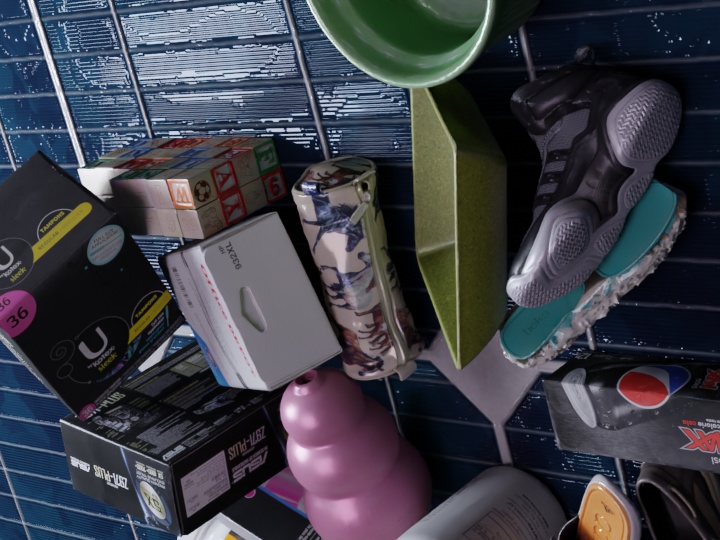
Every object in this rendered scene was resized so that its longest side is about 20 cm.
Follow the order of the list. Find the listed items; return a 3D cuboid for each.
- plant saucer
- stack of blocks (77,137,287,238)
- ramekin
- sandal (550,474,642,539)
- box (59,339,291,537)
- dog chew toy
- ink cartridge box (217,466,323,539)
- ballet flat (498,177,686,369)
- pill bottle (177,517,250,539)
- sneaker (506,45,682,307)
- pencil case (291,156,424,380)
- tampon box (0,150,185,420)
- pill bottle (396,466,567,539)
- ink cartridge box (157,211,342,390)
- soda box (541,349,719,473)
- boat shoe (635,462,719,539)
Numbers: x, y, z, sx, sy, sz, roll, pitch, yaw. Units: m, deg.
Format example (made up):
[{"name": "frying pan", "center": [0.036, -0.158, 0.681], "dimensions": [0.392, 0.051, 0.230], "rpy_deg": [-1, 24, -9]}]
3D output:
[{"name": "plant saucer", "center": [0.082, -0.053, 1.380], "dimensions": [0.200, 0.048, 0.200], "rpy_deg": [-106, 12, -61]}, {"name": "stack of blocks", "center": [-0.184, -0.082, 1.636], "dimensions": [0.200, 0.115, 0.059], "rpy_deg": [4, 116, 44]}, {"name": "ramekin", "center": [0.052, -0.251, 1.313], "dimensions": [0.200, 0.098, 0.200], "rpy_deg": [23, 128, 34]}, {"name": "sandal", "center": [0.195, 0.245, 1.459], "dimensions": [0.079, 0.059, 0.207], "rpy_deg": [47, 159, 32]}, {"name": "box", "center": [-0.170, 0.163, 1.703], "dimensions": [0.164, 0.200, 0.086], "rpy_deg": [16, 124, 38]}, {"name": "dog chew toy", "center": [-0.012, 0.172, 1.589], "dimensions": [0.124, 0.125, 0.200], "rpy_deg": [8, 136, 42]}, {"name": "ink cartridge box", "center": [-0.046, 0.260, 1.718], "dimensions": [0.200, 0.095, 0.037], "rpy_deg": [29, 155, 29]}, {"name": "ballet flat", "center": [0.189, 0.001, 1.347], "dimensions": [0.200, 0.072, 0.072], "rpy_deg": [-45, 78, 24]}, {"name": "pill bottle", "center": [-0.091, 0.315, 1.782], "dimensions": [0.200, 0.116, 0.116], "rpy_deg": [27, 130, 31]}, {"name": "sneaker", "center": [0.153, -0.075, 1.302], "dimensions": [0.114, 0.075, 0.200], "rpy_deg": [39, 101, 36]}, {"name": "pencil case", "center": [0.000, 0.000, 1.530], "dimensions": [0.089, 0.078, 0.200], "rpy_deg": [21, 130, 64]}, {"name": "tampon box", "center": [-0.287, 0.016, 1.629], "dimensions": [0.126, 0.150, 0.200], "rpy_deg": [37, 165, 32]}, {"name": "pill bottle", "center": [0.088, 0.268, 1.512], "dimensions": [0.114, 0.200, 0.114], "rpy_deg": [24, 129, 34]}, {"name": "ink cartridge box", "center": [-0.107, 0.030, 1.598], "dimensions": [0.145, 0.084, 0.200], "rpy_deg": [65, 163, -6]}, {"name": "soda box", "center": [0.248, 0.113, 1.365], "dimensions": [0.200, 0.063, 0.071], "rpy_deg": [3, 116, 43]}, {"name": "boat shoe", "center": [0.278, 0.239, 1.403], "dimensions": [0.074, 0.073, 0.200], "rpy_deg": [-24, 96, 49]}]
